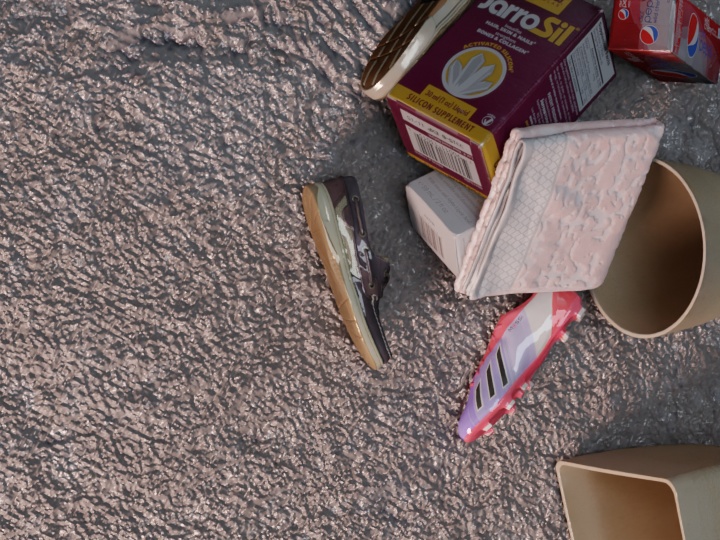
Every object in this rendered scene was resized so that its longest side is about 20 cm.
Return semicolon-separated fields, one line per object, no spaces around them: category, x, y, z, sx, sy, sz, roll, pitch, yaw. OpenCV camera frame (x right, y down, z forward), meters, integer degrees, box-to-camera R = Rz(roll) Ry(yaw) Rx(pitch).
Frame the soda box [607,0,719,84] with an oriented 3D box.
soda box;0.320;-0.241;1.645;0.070;0.200;0.064;7;90;26

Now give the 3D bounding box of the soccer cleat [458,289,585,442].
soccer cleat;0.158;0.091;1.679;0.076;0.067;0.200;37;85;14

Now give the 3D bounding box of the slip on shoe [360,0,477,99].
slip on shoe;0.078;-0.248;1.630;0.061;0.076;0.201;42;73;-26

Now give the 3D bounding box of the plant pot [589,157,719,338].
plant pot;0.372;-0.026;1.689;0.199;0.187;0.189;-2;93;-32

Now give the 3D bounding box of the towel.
towel;0.201;-0.059;1.587;0.190;0.032;0.201;-6;130;-33

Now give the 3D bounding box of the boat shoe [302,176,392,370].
boat shoe;0.000;0.000;1.612;0.064;0.072;0.201;-21;93;-11

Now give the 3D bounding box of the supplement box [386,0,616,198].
supplement box;0.145;-0.187;1.594;0.200;0.131;0.103;-48;145;-17

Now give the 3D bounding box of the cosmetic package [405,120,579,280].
cosmetic package;0.158;-0.080;1.635;0.199;0.102;0.074;-28;139;-15

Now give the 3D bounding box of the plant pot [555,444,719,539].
plant pot;0.353;0.280;1.685;0.176;0.199;0.202;-17;98;-28
